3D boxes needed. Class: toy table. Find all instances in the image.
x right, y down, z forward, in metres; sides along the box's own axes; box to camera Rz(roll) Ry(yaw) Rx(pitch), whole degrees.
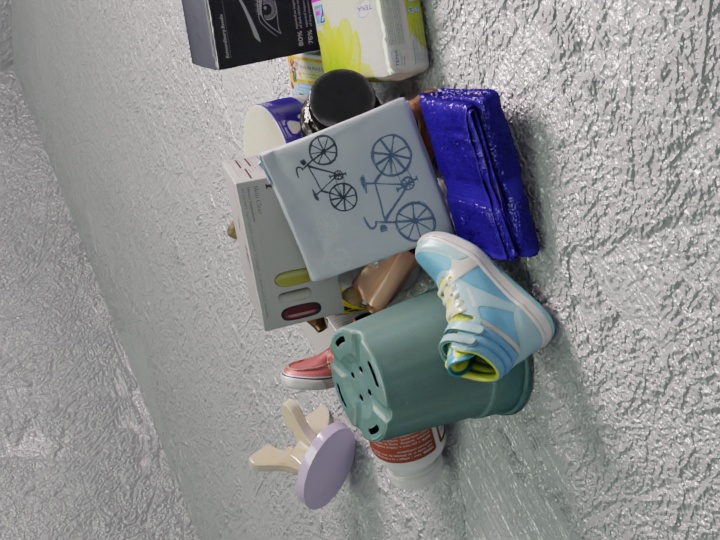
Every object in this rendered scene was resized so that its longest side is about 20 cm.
[{"bbox_3d":[-0.092,0.319,1.815,0.117,0.184,0.200,35,128,29],"label":"toy table"}]

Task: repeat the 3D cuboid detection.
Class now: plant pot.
[{"bbox_3d":[0.078,0.116,1.298,0.200,0.196,0.201,42,140,49],"label":"plant pot"}]

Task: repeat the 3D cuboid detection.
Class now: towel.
[{"bbox_3d":[0.131,-0.111,1.195,0.148,0.049,0.200,17,128,60],"label":"towel"}]

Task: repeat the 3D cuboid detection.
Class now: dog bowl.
[{"bbox_3d":[-0.109,-0.168,1.598,0.200,0.079,0.200,43,141,48],"label":"dog bowl"}]

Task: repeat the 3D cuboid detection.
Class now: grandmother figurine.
[{"bbox_3d":[0.062,-0.032,1.329,0.200,0.121,0.061,-58,27,19],"label":"grandmother figurine"}]

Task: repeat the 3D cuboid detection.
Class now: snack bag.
[{"bbox_3d":[-0.003,-0.092,1.262,0.021,0.200,0.189,-91,-21,-70],"label":"snack bag"}]

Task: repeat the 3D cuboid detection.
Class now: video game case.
[{"bbox_3d":[-0.054,-0.239,1.562,0.200,0.023,0.182,27,128,58],"label":"video game case"}]

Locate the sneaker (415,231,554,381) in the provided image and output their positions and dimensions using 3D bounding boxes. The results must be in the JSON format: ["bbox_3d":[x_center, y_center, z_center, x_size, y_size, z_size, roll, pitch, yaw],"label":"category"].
[{"bbox_3d":[0.114,0.047,1.198,0.200,0.131,0.080,39,152,21],"label":"sneaker"}]

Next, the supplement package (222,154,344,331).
[{"bbox_3d":[-0.104,-0.046,1.360,0.156,0.111,0.200,-131,29,-69],"label":"supplement package"}]

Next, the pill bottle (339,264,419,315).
[{"bbox_3d":[0.000,0.000,1.483,0.200,0.114,0.115,-21,86,65],"label":"pill bottle"}]

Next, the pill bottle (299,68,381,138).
[{"bbox_3d":[-0.025,-0.185,1.368,0.200,0.112,0.112,93,155,-74],"label":"pill bottle"}]

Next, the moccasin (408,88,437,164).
[{"bbox_3d":[0.057,-0.148,1.322,0.074,0.078,0.201,64,153,20],"label":"moccasin"}]

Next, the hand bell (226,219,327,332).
[{"bbox_3d":[-0.103,0.002,1.499,0.200,0.104,0.104,59,152,14],"label":"hand bell"}]

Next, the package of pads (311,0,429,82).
[{"bbox_3d":[0.007,-0.321,1.334,0.200,0.068,0.155,13,116,62],"label":"package of pads"}]

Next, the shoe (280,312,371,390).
[{"bbox_3d":[-0.022,0.115,1.507,0.071,0.200,0.091,-127,32,-70],"label":"shoe"}]

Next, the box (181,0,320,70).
[{"bbox_3d":[-0.145,-0.378,1.456,0.104,0.200,0.148,29,130,56],"label":"box"}]

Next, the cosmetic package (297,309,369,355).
[{"bbox_3d":[-0.039,0.080,1.650,0.200,0.081,0.113,49,147,40],"label":"cosmetic package"}]

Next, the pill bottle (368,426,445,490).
[{"bbox_3d":[0.059,0.213,1.471,0.112,0.112,0.200,34,145,54],"label":"pill bottle"}]
